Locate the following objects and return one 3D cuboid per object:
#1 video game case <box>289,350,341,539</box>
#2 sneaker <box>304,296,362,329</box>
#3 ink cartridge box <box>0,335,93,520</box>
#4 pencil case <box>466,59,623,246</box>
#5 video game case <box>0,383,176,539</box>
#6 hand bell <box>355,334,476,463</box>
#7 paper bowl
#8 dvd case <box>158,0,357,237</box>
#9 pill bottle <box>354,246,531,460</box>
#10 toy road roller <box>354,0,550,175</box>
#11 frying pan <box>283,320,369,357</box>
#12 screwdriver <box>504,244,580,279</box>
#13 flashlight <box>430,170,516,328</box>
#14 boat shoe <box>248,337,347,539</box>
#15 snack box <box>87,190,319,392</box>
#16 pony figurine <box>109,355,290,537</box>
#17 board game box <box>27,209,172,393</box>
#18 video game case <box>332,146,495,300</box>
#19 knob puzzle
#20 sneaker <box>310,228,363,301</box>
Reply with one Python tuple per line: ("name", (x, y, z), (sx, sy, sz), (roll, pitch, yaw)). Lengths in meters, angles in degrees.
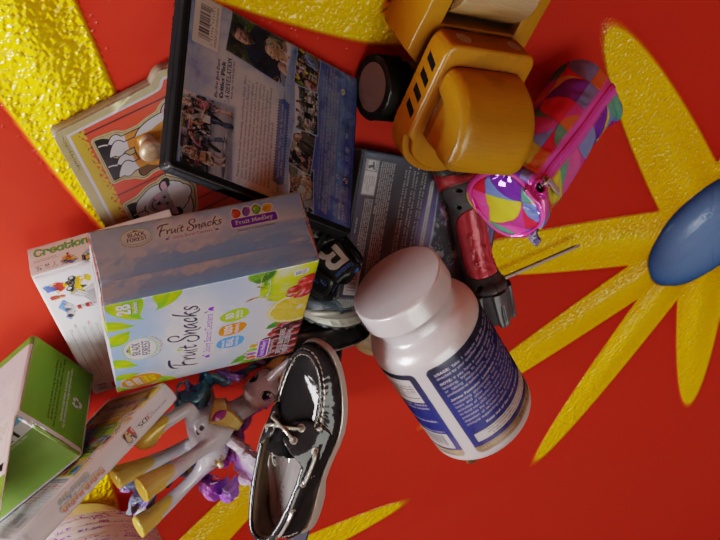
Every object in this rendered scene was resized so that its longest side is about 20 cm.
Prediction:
("video game case", (-0.047, 0.182, 1.128), (0.019, 0.202, 0.145), (11, 131, -5))
("sneaker", (0.000, 0.000, 1.075), (0.197, 0.077, 0.088), (-11, 117, -39))
("ink cartridge box", (-0.314, 0.181, 0.906), (0.147, 0.202, 0.076), (-37, 125, 20))
("pencil case", (0.178, -0.115, 0.987), (0.201, 0.087, 0.089), (-53, 156, -34))
("video game case", (-0.263, 0.182, 0.957), (0.182, 0.023, 0.199), (-48, -168, -27))
("hand bell", (0.077, 0.127, 1.151), (0.102, 0.201, 0.105), (-18, 141, -16))
("paper bowl", (-0.317, 0.344, 1.182), (0.197, 0.105, 0.203), (-19, 140, -17))
("dvd case", (-0.074, -0.120, 0.840), (0.017, 0.146, 0.198), (-9, 161, 40))
("pill bottle", (0.079, 0.081, 1.017), (0.115, 0.116, 0.201), (-33, 123, 1))
("toy road roller", (0.096, -0.171, 0.885), (0.121, 0.147, 0.202), (-1, 133, -35))
("frying pan", (-0.013, 0.064, 1.074), (0.186, 0.032, 0.115), (-5, -169, 23))
("screwdriver", (0.176, 0.009, 1.230), (0.196, 0.029, 0.028), (-19, 141, -10))
("flashlight", (0.115, -0.040, 1.039), (0.068, 0.067, 0.204), (-46, 126, -55))
("boat shoe", (-0.064, 0.161, 0.967), (0.060, 0.073, 0.204), (-13, 124, -48))
("snack box", (-0.130, 0.023, 0.856), (0.165, 0.069, 0.201), (-12, 157, -16))
("pony figurine", (-0.145, 0.171, 1.026), (0.198, 0.167, 0.194), (-32, 160, -29))
("board game box", (-0.210, 0.035, 0.953), (0.124, 0.035, 0.202), (-16, 145, -8))
("video game case", (0.061, -0.038, 1.055), (0.197, 0.019, 0.146), (5, 99, -40))
("knob puzzle", (-0.137, -0.094, 0.897), (0.216, 0.031, 0.222), (-20, 140, -17))
("sneaker", (-0.046, -0.046, 0.920), (0.073, 0.112, 0.201), (-41, 152, -13))
